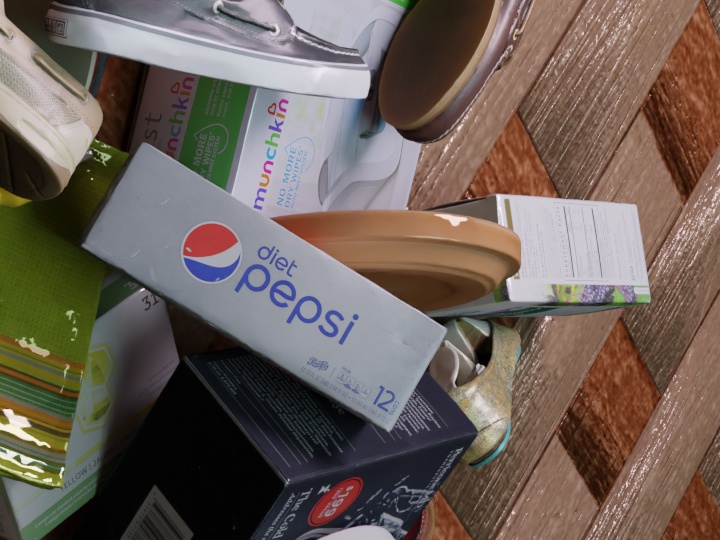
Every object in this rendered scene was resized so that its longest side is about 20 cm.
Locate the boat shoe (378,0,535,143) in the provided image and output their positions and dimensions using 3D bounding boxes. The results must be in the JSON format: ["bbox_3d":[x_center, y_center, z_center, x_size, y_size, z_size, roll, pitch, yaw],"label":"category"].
[{"bbox_3d":[0.077,-0.160,1.200,0.070,0.070,0.201,43,66,-45],"label":"boat shoe"}]

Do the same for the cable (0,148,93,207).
[{"bbox_3d":[-0.231,-0.039,1.010,0.200,0.050,0.097,-48,117,-30],"label":"cable"}]

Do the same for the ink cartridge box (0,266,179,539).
[{"bbox_3d":[-0.178,0.035,1.107,0.145,0.048,0.201,-37,130,-39],"label":"ink cartridge box"}]

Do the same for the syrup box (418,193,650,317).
[{"bbox_3d":[0.129,-0.009,1.438,0.200,0.078,0.082,0,81,-52],"label":"syrup box"}]

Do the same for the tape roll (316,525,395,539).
[{"bbox_3d":[-0.041,0.242,1.144,0.202,0.071,0.203,-33,155,-17],"label":"tape roll"}]

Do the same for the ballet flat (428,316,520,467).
[{"bbox_3d":[0.076,0.070,1.381,0.200,0.070,0.071,-76,163,-68],"label":"ballet flat"}]

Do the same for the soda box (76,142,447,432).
[{"bbox_3d":[-0.055,0.009,1.072,0.199,0.063,0.068,31,84,-9],"label":"soda box"}]

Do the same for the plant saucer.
[{"bbox_3d":[0.000,0.000,1.196,0.200,0.199,0.033,15,69,-52],"label":"plant saucer"}]

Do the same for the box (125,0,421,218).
[{"bbox_3d":[-0.040,-0.126,1.196,0.176,0.096,0.201,17,87,-54],"label":"box"}]

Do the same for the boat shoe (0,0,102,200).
[{"bbox_3d":[-0.213,-0.122,0.978,0.200,0.071,0.065,47,54,-27],"label":"boat shoe"}]

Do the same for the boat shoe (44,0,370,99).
[{"bbox_3d":[-0.075,-0.136,1.042,0.199,0.070,0.067,9,96,-32],"label":"boat shoe"}]

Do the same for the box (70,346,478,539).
[{"bbox_3d":[-0.059,0.144,1.170,0.182,0.104,0.200,-10,140,-51],"label":"box"}]

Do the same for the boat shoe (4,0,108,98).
[{"bbox_3d":[-0.157,-0.180,1.056,0.063,0.071,0.201,-32,128,-57],"label":"boat shoe"}]

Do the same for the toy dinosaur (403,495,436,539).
[{"bbox_3d":[-0.003,0.240,1.304,0.105,0.181,0.201,-24,101,-65],"label":"toy dinosaur"}]

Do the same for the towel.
[{"bbox_3d":[-0.180,0.014,1.069,0.086,0.018,0.201,24,67,-37],"label":"towel"}]
